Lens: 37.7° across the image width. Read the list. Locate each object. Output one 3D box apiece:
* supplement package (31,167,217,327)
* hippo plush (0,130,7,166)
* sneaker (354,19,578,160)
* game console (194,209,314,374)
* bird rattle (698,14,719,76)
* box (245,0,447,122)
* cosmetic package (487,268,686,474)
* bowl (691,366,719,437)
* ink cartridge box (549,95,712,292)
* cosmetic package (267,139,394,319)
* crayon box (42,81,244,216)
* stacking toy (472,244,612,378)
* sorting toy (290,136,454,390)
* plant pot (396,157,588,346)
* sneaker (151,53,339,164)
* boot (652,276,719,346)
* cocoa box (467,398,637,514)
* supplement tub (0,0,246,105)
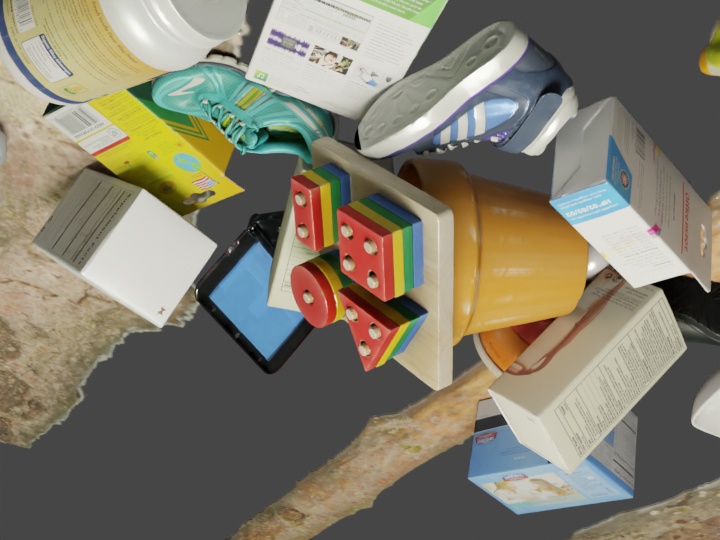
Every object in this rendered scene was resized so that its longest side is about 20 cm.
[{"bbox_3d":[-0.277,-0.031,1.224,0.117,0.117,0.200,40,169,-33],"label":"supplement package"},{"bbox_3d":[-0.507,-0.139,1.233,0.200,0.159,0.161,22,117,-38],"label":"hippo plush"},{"bbox_3d":[0.112,-0.136,1.015,0.200,0.081,0.146,-33,129,23],"label":"sneaker"},{"bbox_3d":[-0.075,0.030,1.312,0.172,0.119,0.200,-6,142,27],"label":"game console"},{"bbox_3d":[0.371,-0.205,0.874,0.200,0.113,0.163,3,159,-7],"label":"bird rattle"},{"bbox_3d":[-0.015,-0.228,0.995,0.144,0.036,0.200,20,147,-10],"label":"box"},{"bbox_3d":[0.248,0.106,1.146,0.087,0.200,0.103,27,154,52],"label":"cosmetic package"},{"bbox_3d":[0.536,0.152,1.318,0.199,0.075,0.200,17,147,-6],"label":"bowl"},{"bbox_3d":[0.275,-0.064,1.057,0.068,0.115,0.200,-20,134,39],"label":"ink cartridge box"},{"bbox_3d":[-0.036,-0.045,1.178,0.105,0.071,0.200,12,130,-10],"label":"cosmetic package"},{"bbox_3d":[-0.233,-0.145,1.173,0.127,0.051,0.200,-16,135,37],"label":"crayon box"},{"bbox_3d":[0.236,0.042,1.240,0.146,0.146,0.200,22,130,-12],"label":"stacking toy"},{"bbox_3d":[0.000,0.000,1.028,0.200,0.070,0.199,35,138,44],"label":"sorting toy"},{"bbox_3d":[0.135,-0.015,1.129,0.183,0.200,0.200,2,147,-10],"label":"plant pot"},{"bbox_3d":[-0.120,-0.163,1.083,0.200,0.080,0.078,14,146,0],"label":"sneaker"},{"bbox_3d":[0.371,0.079,1.272,0.198,0.073,0.163,18,144,6],"label":"boot"},{"bbox_3d":[0.274,0.253,1.502,0.200,0.131,0.133,-20,134,39],"label":"cocoa box"},{"bbox_3d":[-0.217,-0.239,0.949,0.200,0.145,0.144,-10,139,32],"label":"supplement tub"}]
